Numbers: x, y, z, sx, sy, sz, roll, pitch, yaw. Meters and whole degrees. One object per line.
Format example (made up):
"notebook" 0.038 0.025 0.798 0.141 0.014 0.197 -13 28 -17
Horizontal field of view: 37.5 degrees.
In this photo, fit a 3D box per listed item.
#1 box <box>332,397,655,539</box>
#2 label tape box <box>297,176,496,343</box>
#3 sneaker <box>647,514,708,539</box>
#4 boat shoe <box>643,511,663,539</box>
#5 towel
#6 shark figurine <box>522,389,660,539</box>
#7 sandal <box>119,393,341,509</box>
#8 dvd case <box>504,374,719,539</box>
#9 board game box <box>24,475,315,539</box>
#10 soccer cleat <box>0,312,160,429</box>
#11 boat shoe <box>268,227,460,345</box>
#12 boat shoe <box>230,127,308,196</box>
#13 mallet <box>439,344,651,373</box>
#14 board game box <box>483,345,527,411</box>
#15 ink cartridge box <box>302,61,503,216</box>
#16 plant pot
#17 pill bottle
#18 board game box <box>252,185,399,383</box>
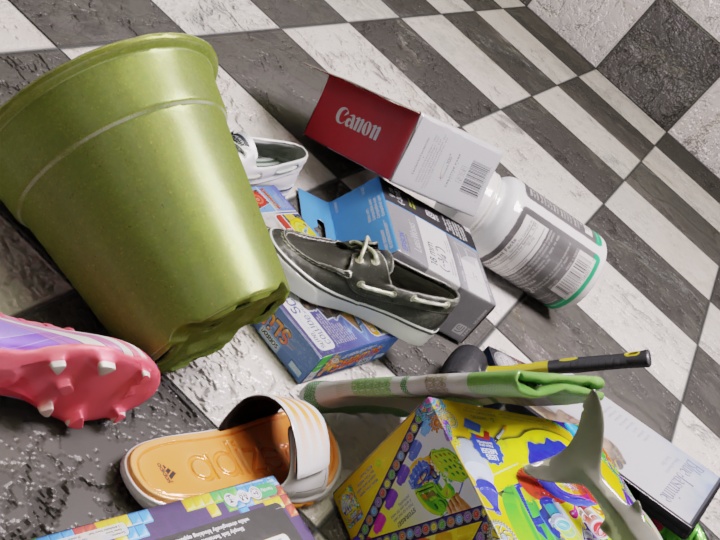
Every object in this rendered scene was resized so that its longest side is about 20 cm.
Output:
"box" 0.117 0.215 0.777 0.200 0.122 0.193 15 36 -42
"label tape box" 0.037 -0.026 1.118 0.200 0.063 0.144 28 28 -26
"sneaker" 0.306 0.240 1.049 0.084 0.077 0.200 20 33 -28
"boat shoe" 0.220 0.270 0.872 0.060 0.072 0.202 18 43 -38
"towel" 0.071 0.099 0.834 0.149 0.200 0.031 9 77 -51
"shark figurine" 0.195 0.189 0.689 0.128 0.090 0.215 29 32 -27
"sandal" -0.070 0.124 0.735 0.206 0.059 0.079 -1 48 -55
"dvd case" 0.246 0.167 1.019 0.200 0.018 0.143 36 23 20
"board game box" -0.083 0.210 0.587 0.200 0.057 0.165 0 49 -55
"soccer cleat" -0.215 0.050 0.655 0.200 0.067 0.077 9 35 -44
"boat shoe" 0.000 0.000 0.940 0.200 0.064 0.071 24 30 -30
"boat shoe" -0.129 -0.108 1.016 0.074 0.067 0.200 49 27 19
"mallet" 0.173 0.088 1.006 0.066 0.199 0.041 -60 138 -68
"board game box" 0.189 0.174 1.039 0.135 0.035 0.200 26 29 -29
"ink cartridge box" 0.028 -0.152 1.205 0.175 0.084 0.200 19 9 -37
"plant pot" -0.149 -0.033 0.767 0.200 0.200 0.190 -12 70 -59
"pill bottle" 0.194 -0.044 1.304 0.200 0.113 0.113 32 27 -18
"board game box" -0.068 0.005 0.956 0.200 0.034 0.135 50 28 19
